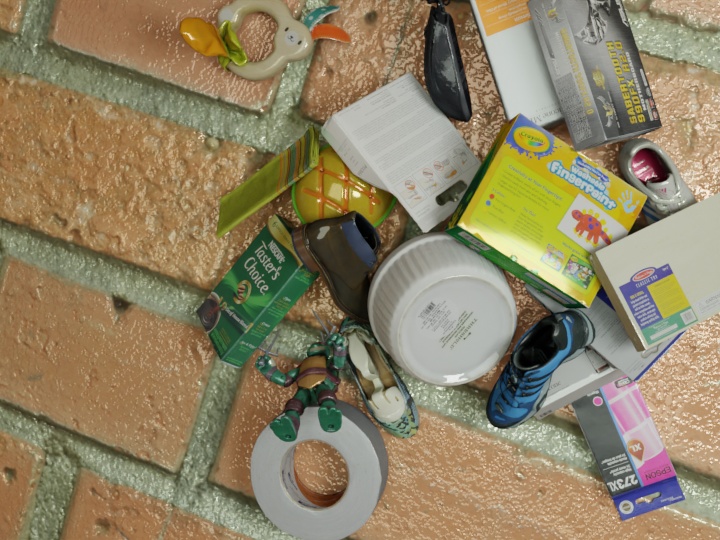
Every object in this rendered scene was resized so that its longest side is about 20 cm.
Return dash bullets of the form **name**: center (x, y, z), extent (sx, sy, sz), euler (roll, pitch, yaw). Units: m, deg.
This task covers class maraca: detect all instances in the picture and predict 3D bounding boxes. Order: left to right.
- **maraca**: center (-0.002, -0.125, 1.100), extent (0.199, 0.107, 0.138), euler (-30, 89, -6)

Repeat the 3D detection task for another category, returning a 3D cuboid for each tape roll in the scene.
- **tape roll**: center (-0.061, 0.294, 1.155), extent (0.199, 0.066, 0.202), euler (1, 93, 12)

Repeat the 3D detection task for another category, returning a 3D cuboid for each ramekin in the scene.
- **ramekin**: center (0.114, 0.060, 1.044), extent (0.198, 0.105, 0.202), euler (-4, 113, -9)

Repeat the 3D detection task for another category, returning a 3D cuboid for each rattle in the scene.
- **rattle**: center (-0.129, -0.347, 1.097), extent (0.198, 0.143, 0.131), euler (4, 76, 17)

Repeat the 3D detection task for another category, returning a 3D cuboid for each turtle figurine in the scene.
- **turtle figurine**: center (-0.070, 0.146, 1.104), extent (0.149, 0.201, 0.101), euler (-30, 122, 20)

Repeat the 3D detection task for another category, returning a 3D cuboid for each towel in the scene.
- **towel**: center (-0.136, -0.126, 1.118), extent (0.199, 0.086, 0.018), euler (-33, 126, 26)

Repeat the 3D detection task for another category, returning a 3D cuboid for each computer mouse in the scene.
- **computer mouse**: center (0.108, -0.298, 1.064), extent (0.052, 0.139, 0.202), euler (-11, 104, 15)

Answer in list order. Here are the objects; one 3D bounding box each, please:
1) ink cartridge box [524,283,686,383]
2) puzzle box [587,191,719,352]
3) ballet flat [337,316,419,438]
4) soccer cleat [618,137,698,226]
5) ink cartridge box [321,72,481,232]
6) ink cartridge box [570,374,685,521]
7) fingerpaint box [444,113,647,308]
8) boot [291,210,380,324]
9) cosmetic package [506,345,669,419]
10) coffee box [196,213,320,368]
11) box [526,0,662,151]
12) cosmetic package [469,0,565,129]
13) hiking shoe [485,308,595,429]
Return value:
- **ink cartridge box**: center (0.321, 0.052, 1.028), extent (0.099, 0.039, 0.200), euler (-44, 57, 2)
- **puzzle box**: center (0.396, -0.001, 0.963), extent (0.199, 0.025, 0.134), euler (-24, 82, -11)
- **ballet flat**: center (0.020, 0.160, 1.129), extent (0.074, 0.074, 0.201), euler (-30, 87, 12)
- **soccer cleat**: center (0.404, -0.085, 1.023), extent (0.070, 0.086, 0.201), euler (-34, 88, 12)
- **ink cartridge box**: center (0.068, -0.157, 1.064), extent (0.161, 0.050, 0.201), euler (-35, 86, -32)
- **ink cartridge box**: center (0.369, 0.245, 1.079), extent (0.094, 0.037, 0.201), euler (-23, 90, 13)
- **fingerpaint box**: center (0.235, -0.073, 0.999), extent (0.199, 0.073, 0.168), euler (30, 83, -6)
- **boot**: center (0.000, 0.000, 1.074), extent (0.096, 0.075, 0.200), euler (-21, 130, 28)
- **cosmetic package**: center (0.307, 0.118, 1.061), extent (0.199, 0.051, 0.083), euler (-31, 58, 11)
- **coffee box**: center (-0.150, 0.028, 1.138), extent (0.200, 0.044, 0.123), euler (-48, 46, 11)
- **box**: center (0.304, -0.263, 1.001), extent (0.048, 0.158, 0.202), euler (-19, 89, 47)
- **cosmetic package**: center (0.224, -0.290, 1.057), extent (0.101, 0.071, 0.201), euler (-19, 90, 12)
- **hiking shoe**: center (0.212, 0.126, 1.008), extent (0.074, 0.086, 0.201), euler (50, 120, 37)
